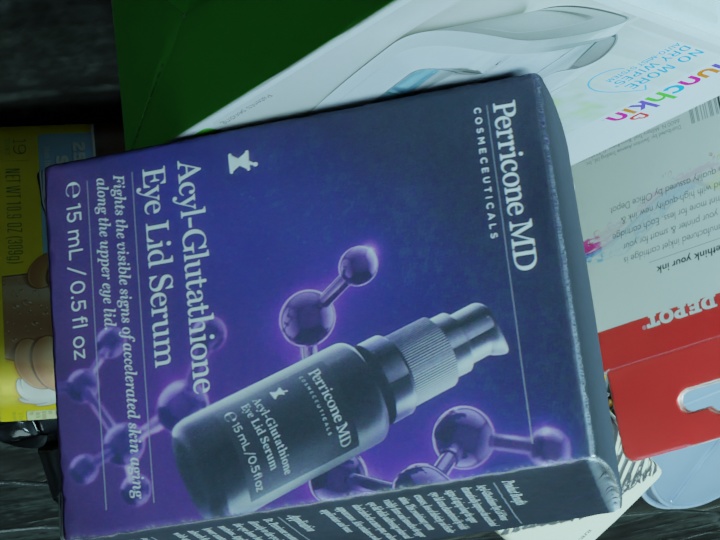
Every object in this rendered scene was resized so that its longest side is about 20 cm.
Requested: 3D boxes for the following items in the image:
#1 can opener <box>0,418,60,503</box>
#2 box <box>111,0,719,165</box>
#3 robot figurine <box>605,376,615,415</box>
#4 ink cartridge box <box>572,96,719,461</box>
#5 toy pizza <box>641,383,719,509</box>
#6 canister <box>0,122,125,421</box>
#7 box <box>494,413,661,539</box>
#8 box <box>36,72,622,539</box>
[{"bbox_3d":[-0.166,0.082,0.985,0.063,0.080,0.200,-1,178,-6],"label":"can opener"},{"bbox_3d":[0.031,-0.103,0.712,0.175,0.098,0.199,11,154,-42],"label":"box"},{"bbox_3d":[0.151,0.053,1.020,0.199,0.058,0.146,3,125,-50],"label":"robot figurine"},{"bbox_3d":[0.166,-0.018,0.858,0.115,0.202,0.067,-20,160,34],"label":"ink cartridge box"},{"bbox_3d":[0.215,0.045,1.001,0.199,0.032,0.201,-30,142,-26],"label":"toy pizza"},{"bbox_3d":[-0.081,-0.003,0.887,0.198,0.150,0.087,-3,163,-10],"label":"canister"},{"bbox_3d":[0.059,0.063,0.845,0.082,0.068,0.200,-44,139,4],"label":"box"},{"bbox_3d":[-0.010,0.026,0.696,0.198,0.150,0.104,-11,161,10],"label":"box"}]
